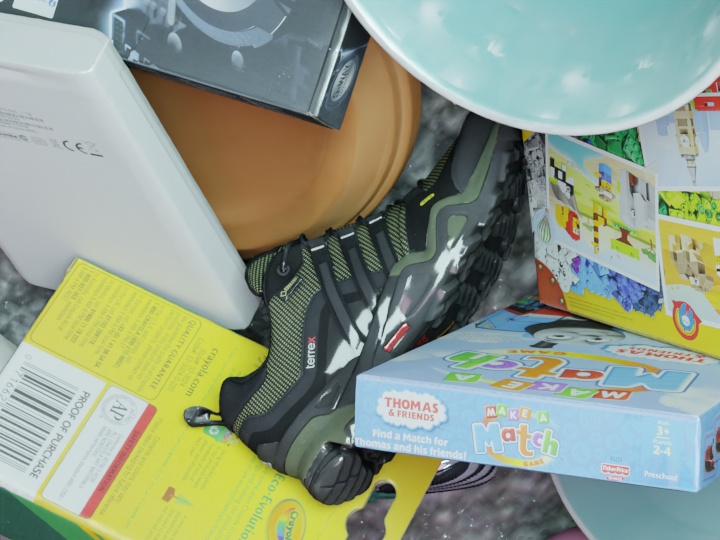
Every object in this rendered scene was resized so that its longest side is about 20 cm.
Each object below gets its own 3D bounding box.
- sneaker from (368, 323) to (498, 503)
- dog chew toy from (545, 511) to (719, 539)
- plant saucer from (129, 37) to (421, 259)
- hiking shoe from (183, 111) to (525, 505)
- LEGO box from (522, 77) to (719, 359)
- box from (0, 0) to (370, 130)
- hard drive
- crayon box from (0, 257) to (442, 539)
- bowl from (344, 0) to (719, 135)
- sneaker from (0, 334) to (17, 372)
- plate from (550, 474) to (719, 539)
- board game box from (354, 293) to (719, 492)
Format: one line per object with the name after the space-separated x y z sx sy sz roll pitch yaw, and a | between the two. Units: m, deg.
-0.027 0.076 1.311 0.199 0.074 0.088 -11 79 22 | sneaker
0.164 0.162 1.289 0.200 0.125 0.125 -31 109 11 | dog chew toy
-0.072 -0.083 1.218 0.199 0.038 0.201 9 128 11 | plant saucer
0.000 0.000 1.189 0.100 0.076 0.200 26 74 16 | hiking shoe
0.158 -0.046 1.131 0.077 0.200 0.150 -16 108 -30 | LEGO box
-0.080 -0.165 1.139 0.199 0.044 0.161 18 89 15 | box
-0.135 -0.047 1.196 0.131 0.026 0.200 12 152 27 | hard drive
-0.075 0.093 1.211 0.199 0.127 0.051 26 146 8 | crayon box
0.087 -0.165 1.044 0.200 0.105 0.201 17 127 24 | bowl
-0.132 0.076 1.289 0.200 0.073 0.071 43 91 16 | sneaker
0.179 0.058 1.235 0.199 0.026 0.201 -5 78 23 | plate
0.108 0.049 1.145 0.151 0.200 0.037 6 103 25 | board game box
